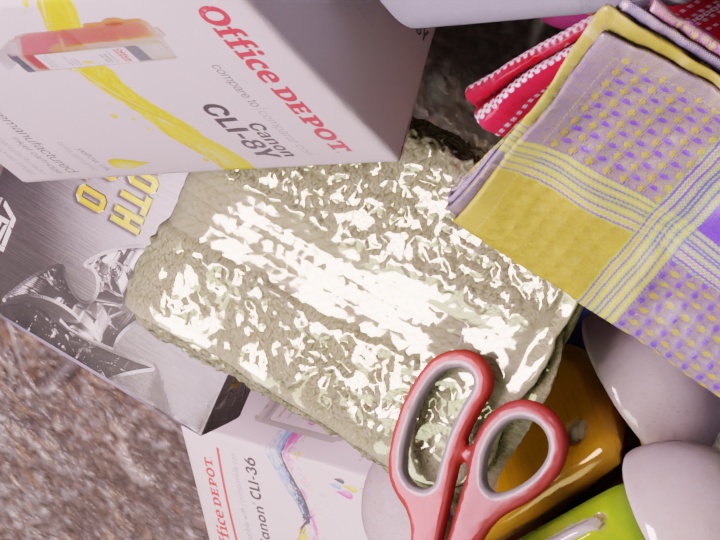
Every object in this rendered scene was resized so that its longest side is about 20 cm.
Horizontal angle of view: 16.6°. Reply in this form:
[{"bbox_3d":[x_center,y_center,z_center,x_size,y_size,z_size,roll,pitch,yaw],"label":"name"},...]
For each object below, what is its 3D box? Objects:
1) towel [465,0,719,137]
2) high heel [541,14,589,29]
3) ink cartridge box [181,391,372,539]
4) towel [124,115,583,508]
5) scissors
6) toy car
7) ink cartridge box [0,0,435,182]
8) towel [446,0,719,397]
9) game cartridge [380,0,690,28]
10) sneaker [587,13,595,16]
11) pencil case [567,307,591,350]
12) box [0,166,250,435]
[{"bbox_3d":[0.161,-0.055,1.025,0.200,0.023,0.145,29,138,-36],"label":"towel"},{"bbox_3d":[0.167,-0.106,1.025,0.200,0.067,0.096,-15,104,41],"label":"high heel"},{"bbox_3d":[-0.025,0.124,1.385,0.200,0.068,0.117,14,132,30],"label":"ink cartridge box"},{"bbox_3d":[0.000,0.000,1.069,0.200,0.036,0.148,29,102,21],"label":"towel"},{"bbox_3d":[0.025,0.133,1.033,0.073,0.014,0.200,24,98,17],"label":"scissors"},{"bbox_3d":[0.106,0.129,1.107,0.175,0.200,0.150,-32,128,17],"label":"toy car"},{"bbox_3d":[-0.090,-0.106,1.011,0.200,0.083,0.145,-2,153,31],"label":"ink cartridge box"},{"bbox_3d":[0.141,-0.010,0.967,0.200,0.023,0.144,35,134,-8],"label":"towel"},{"bbox_3d":[0.034,-0.169,0.890,0.133,0.042,0.200,-6,134,23],"label":"game cartridge"},{"bbox_3d":[0.131,-0.195,0.959,0.200,0.075,0.088,-48,52,24],"label":"sneaker"},{"bbox_3d":[0.100,-0.023,1.149,0.087,0.078,0.200,34,140,22],"label":"pencil case"},{"bbox_3d":[-0.098,-0.042,1.245,0.158,0.048,0.200,30,109,16],"label":"box"}]
